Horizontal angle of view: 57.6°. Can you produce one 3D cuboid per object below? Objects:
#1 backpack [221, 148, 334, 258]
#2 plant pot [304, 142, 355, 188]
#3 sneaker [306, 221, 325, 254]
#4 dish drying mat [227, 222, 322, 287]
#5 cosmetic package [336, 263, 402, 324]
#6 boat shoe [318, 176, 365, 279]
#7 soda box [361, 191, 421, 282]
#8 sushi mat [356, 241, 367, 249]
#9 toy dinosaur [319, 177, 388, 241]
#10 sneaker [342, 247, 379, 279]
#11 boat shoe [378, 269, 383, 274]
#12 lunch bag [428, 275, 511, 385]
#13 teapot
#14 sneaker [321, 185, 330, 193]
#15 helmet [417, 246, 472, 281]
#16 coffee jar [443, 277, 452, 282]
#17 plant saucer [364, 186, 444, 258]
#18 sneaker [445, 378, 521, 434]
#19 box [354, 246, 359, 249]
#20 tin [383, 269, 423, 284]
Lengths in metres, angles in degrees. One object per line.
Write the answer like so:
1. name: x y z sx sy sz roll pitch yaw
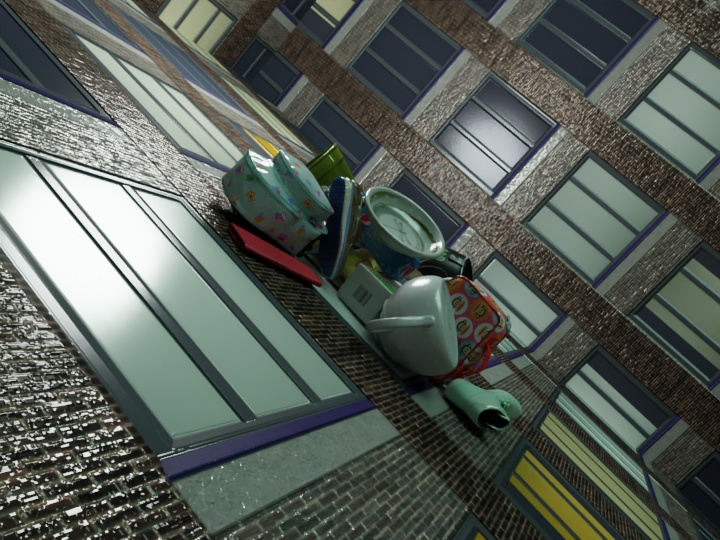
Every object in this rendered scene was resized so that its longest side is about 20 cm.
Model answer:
1. backpack: -0.160 -0.140 1.249 0.200 0.153 0.176 27 25 -45
2. plant pot: -0.083 -0.191 1.690 0.193 0.200 0.200 51 8 -13
3. sneaker: -0.133 -0.131 1.409 0.078 0.090 0.200 -28 63 -38
4. dish drying mat: -0.151 -0.023 1.168 0.200 0.018 0.077 30 15 -47
5. cosmetic package: 0.052 0.068 1.356 0.108 0.085 0.200 43 10 29
6. boat shoe: -0.028 -0.080 1.293 0.072 0.200 0.072 7 6 -40
7. soda box: 0.045 -0.073 1.418 0.064 0.068 0.200 19 34 -58
8. sushi mat: -0.007 -0.080 1.448 0.200 0.012 0.096 15 37 -56
9. toy dinosaur: -0.038 -0.136 1.358 0.088 0.200 0.047 59 -28 -11
10. sneaker: 0.000 0.000 1.464 0.090 0.078 0.200 52 20 17
11. boat shoe: 0.044 -0.003 1.703 0.072 0.061 0.201 5 12 -3
12. lunch bag: 0.198 0.130 1.320 0.082 0.200 0.176 26 22 -52
13. teapot: 0.095 0.106 1.209 0.198 0.146 0.200 -80 157 -54
14. sneaker: -0.117 -0.165 1.578 0.200 0.075 0.087 13 -11 -12
15. helmet: 0.167 0.031 1.609 0.190 0.200 0.200 8 -2 21
16. coffee jar: 0.206 0.123 1.433 0.085 0.200 0.104 -7 -21 37
17. plant saucer: 0.081 -0.088 1.347 0.200 0.050 0.200 29 32 -20
18. sneaker: 0.264 0.284 1.276 0.200 0.074 0.118 23 13 -34
19. box: -0.055 -0.067 1.539 0.100 0.075 0.200 41 8 21
20. tin: 0.124 0.071 1.504 0.200 0.112 0.042 54 47 -19
